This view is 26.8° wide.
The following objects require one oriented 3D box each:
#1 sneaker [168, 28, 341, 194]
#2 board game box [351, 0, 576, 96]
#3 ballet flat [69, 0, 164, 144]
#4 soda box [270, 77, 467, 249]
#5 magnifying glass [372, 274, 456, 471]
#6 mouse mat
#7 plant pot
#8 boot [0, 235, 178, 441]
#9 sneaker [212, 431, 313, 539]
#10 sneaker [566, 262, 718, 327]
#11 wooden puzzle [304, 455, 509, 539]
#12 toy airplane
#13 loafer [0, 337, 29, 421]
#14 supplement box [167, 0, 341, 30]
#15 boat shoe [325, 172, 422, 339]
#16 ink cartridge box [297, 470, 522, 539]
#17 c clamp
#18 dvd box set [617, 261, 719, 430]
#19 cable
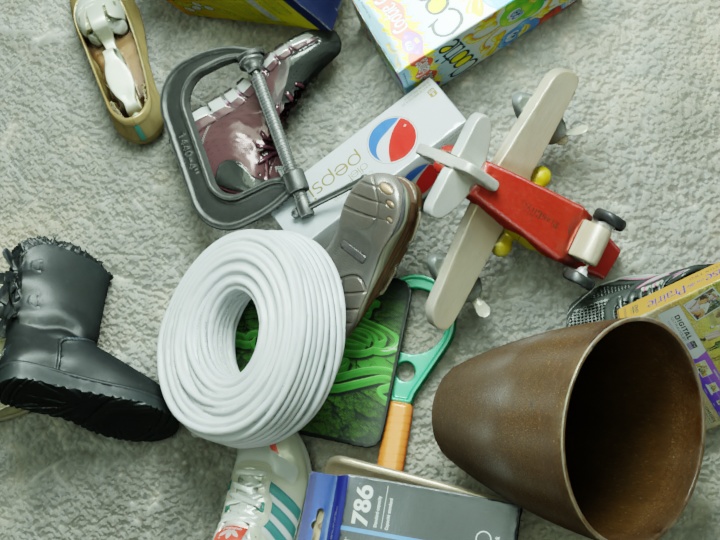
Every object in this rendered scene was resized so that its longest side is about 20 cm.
[{"bbox_3d":[-0.080,-0.136,1.463,0.199,0.076,0.116,-36,75,11],"label":"sneaker"},{"bbox_3d":[0.101,-0.264,1.441,0.199,0.105,0.104,-31,76,2],"label":"board game box"},{"bbox_3d":[-0.244,-0.224,1.508,0.068,0.063,0.202,-25,76,3],"label":"ballet flat"},{"bbox_3d":[0.013,-0.087,1.432,0.199,0.064,0.068,-38,58,0],"label":"soda box"},{"bbox_3d":[0.041,0.103,1.419,0.079,0.022,0.202,8,81,11],"label":"magnifying glass"},{"bbox_3d":[-0.058,0.073,1.438,0.198,0.008,0.163,9,80,16],"label":"mouse mat"},{"bbox_3d":[0.162,0.132,1.305,0.199,0.186,0.189,0,75,49],"label":"plant pot"},{"bbox_3d":[-0.258,0.064,1.436,0.197,0.073,0.164,19,48,-26],"label":"boot"},{"bbox_3d":[-0.095,0.225,1.371,0.070,0.093,0.202,-2,80,24],"label":"sneaker"},{"bbox_3d":[0.279,0.027,1.364,0.198,0.086,0.081,-17,75,6],"label":"sneaker"},{"bbox_3d":[0.033,0.287,1.367,0.183,0.046,0.202,13,79,11],"label":"wooden puzzle"},{"bbox_3d":[0.128,-0.064,1.378,0.198,0.141,0.201,-19,105,-15],"label":"toy airplane"},{"bbox_3d":[-0.376,0.113,1.457,0.198,0.068,0.076,-23,76,3],"label":"loafer"},{"bbox_3d":[-0.112,-0.307,1.444,0.199,0.109,0.110,14,80,37],"label":"supplement box"},{"bbox_3d":[0.000,0.000,1.390,0.076,0.072,0.201,43,116,21],"label":"boat shoe"},{"bbox_3d":[0.039,0.239,1.335,0.198,0.039,0.101,7,78,10],"label":"ink cartridge box"},{"bbox_3d":[-0.100,-0.128,1.417,0.170,0.027,0.202,-30,77,19],"label":"c clamp"},{"bbox_3d":[0.342,0.050,1.308,0.199,0.030,0.147,-27,119,20],"label":"dvd box set"},{"bbox_3d":[-0.101,0.059,1.367,0.199,0.069,0.202,2,80,44],"label":"cable"}]
